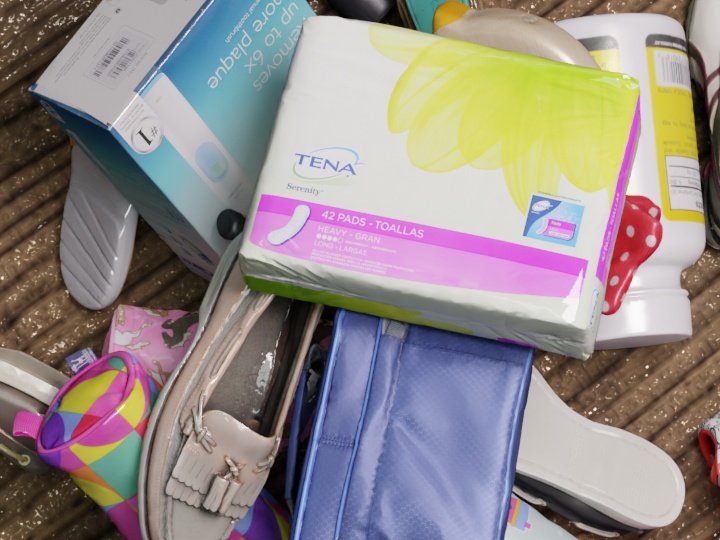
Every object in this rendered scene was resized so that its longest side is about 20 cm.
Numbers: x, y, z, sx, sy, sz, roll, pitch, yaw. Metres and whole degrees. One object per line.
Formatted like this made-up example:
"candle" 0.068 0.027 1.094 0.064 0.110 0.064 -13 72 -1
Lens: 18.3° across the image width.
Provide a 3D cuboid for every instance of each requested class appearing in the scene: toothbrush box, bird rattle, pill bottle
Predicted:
"toothbrush box" -0.081 -0.093 1.357 0.085 0.200 0.147 27 72 41
"bird rattle" 0.089 -0.069 1.305 0.199 0.164 0.112 29 41 28
"pill bottle" 0.161 -0.054 1.421 0.110 0.111 0.202 -4 82 -6

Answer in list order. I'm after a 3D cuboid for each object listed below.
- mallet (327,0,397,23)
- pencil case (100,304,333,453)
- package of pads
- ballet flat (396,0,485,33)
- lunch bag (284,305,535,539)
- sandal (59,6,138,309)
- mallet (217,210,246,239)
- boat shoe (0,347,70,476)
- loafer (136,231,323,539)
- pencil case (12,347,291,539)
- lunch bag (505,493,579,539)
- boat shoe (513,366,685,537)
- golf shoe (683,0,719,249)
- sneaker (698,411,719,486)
"mallet" 0.038 -0.250 1.476 0.066 0.041 0.201 36 77 -3
"pencil case" -0.068 0.073 1.398 0.198 0.083 0.087 7 54 -4
"package of pads" 0.045 -0.050 1.218 0.198 0.068 0.156 11 71 11
"ballet flat" 0.066 -0.120 1.436 0.067 0.072 0.202 -15 94 15
"lunch bag" 0.023 0.106 1.267 0.131 0.136 0.202 9 76 5
"sandal" -0.145 -0.079 1.421 0.079 0.059 0.208 21 105 39
"mallet" 0.000 0.000 1.361 0.066 0.199 0.041 48 115 38
"boat shoe" -0.266 0.058 1.387 0.199 0.072 0.060 27 95 5
"loafer" -0.070 0.073 1.264 0.072 0.063 0.201 22 83 -37
"pencil case" -0.112 0.133 1.336 0.088 0.088 0.200 -47 118 -9
"lunch bag" 0.045 0.230 1.368 0.170 0.122 0.201 34 75 -1
"boat shoe" 0.108 0.107 1.403 0.199 0.060 0.074 27 60 -15
"golf shoe" 0.257 -0.113 1.451 0.077 0.088 0.202 -2 81 -4
"sneaker" 0.288 0.141 1.382 0.107 0.202 0.068 -25 129 -9
